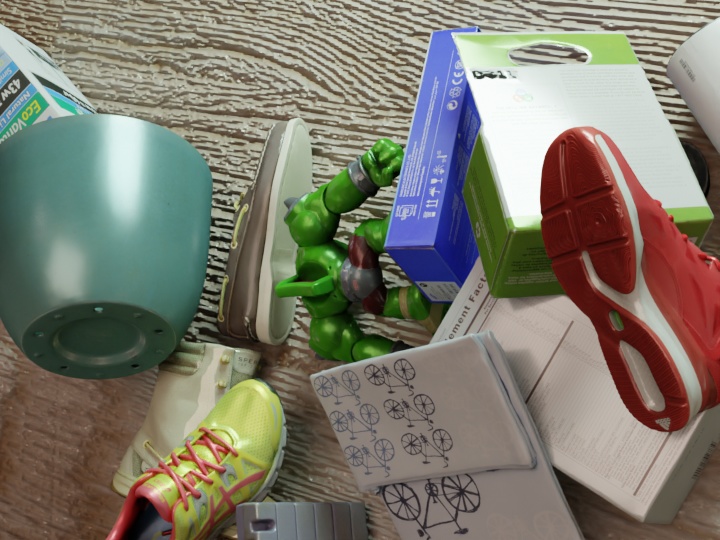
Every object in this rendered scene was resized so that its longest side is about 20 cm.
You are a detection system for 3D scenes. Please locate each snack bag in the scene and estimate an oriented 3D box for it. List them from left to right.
[{"bbox_3d":[0.064,0.148,0.878,0.189,0.021,0.200,-18,100,46],"label":"snack bag"}]

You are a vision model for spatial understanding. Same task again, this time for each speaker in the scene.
[{"bbox_3d":[0.309,-0.090,0.870,0.081,0.081,0.200,-33,67,14],"label":"speaker"}]

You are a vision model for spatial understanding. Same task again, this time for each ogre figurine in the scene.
[{"bbox_3d":[0.000,0.000,0.977,0.120,0.098,0.200,-5,120,29],"label":"ogre figurine"}]

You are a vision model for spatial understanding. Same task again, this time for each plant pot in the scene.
[{"bbox_3d":[-0.221,-0.005,1.007,0.200,0.201,0.161,-21,55,19],"label":"plant pot"}]

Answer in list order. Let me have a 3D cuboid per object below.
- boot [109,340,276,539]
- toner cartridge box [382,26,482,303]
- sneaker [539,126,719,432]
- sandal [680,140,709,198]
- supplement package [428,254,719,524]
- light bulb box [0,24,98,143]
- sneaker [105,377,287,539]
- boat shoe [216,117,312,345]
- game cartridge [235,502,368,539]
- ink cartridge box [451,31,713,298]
[{"bbox_3d":[-0.108,0.144,1.014,0.200,0.072,0.155,14,81,27],"label":"boot"},{"bbox_3d":[0.074,-0.083,0.942,0.043,0.095,0.200,0,62,27],"label":"toner cartridge box"},{"bbox_3d":[0.195,-0.006,0.776,0.078,0.115,0.200,-15,94,56],"label":"sneaker"},{"bbox_3d":[0.172,-0.057,0.943,0.200,0.048,0.075,-21,71,18],"label":"sandal"},{"bbox_3d":[0.160,0.086,0.880,0.200,0.110,0.114,31,92,27],"label":"supplement package"},{"bbox_3d":[-0.356,-0.108,1.155,0.198,0.125,0.200,-48,63,7],"label":"light bulb box"},{"bbox_3d":[-0.131,0.169,0.926,0.078,0.090,0.200,30,83,27],"label":"sneaker"},{"bbox_3d":[-0.085,-0.037,1.045,0.059,0.072,0.200,5,86,22],"label":"boat shoe"},{"bbox_3d":[-0.037,0.279,0.915,0.038,0.130,0.200,-16,71,35],"label":"game cartridge"},{"bbox_3d":[0.150,-0.085,0.877,0.148,0.076,0.200,-3,51,-11],"label":"ink cartridge box"}]
